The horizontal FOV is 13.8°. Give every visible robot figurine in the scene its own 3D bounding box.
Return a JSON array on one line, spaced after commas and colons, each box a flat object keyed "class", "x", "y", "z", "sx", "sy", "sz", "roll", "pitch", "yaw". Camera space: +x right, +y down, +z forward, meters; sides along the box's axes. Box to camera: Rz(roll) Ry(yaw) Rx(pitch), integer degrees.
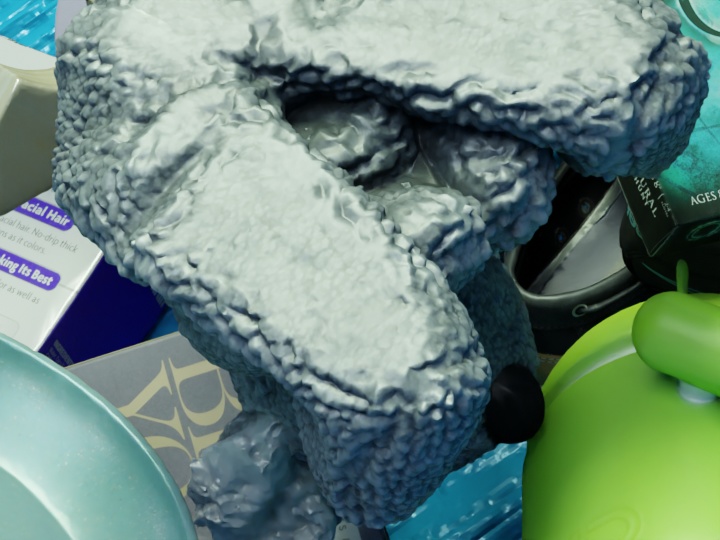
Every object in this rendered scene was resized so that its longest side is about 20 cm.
[{"class": "robot figurine", "x": 0.109, "y": 0.089, "z": 0.940, "sx": 0.115, "sy": 0.176, "sz": 0.201, "roll": -2, "pitch": 39, "yaw": 4}]

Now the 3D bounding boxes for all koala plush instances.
[{"class": "koala plush", "x": 0.000, "y": 0.000, "z": 0.940, "sx": 0.183, "sy": 0.200, "sz": 0.178, "roll": 28, "pitch": 67, "yaw": 23}]

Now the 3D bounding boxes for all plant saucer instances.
[{"class": "plant saucer", "x": -0.147, "y": 0.079, "z": 0.898, "sx": 0.199, "sy": 0.036, "sz": 0.200, "roll": 17, "pitch": 31, "yaw": -11}]

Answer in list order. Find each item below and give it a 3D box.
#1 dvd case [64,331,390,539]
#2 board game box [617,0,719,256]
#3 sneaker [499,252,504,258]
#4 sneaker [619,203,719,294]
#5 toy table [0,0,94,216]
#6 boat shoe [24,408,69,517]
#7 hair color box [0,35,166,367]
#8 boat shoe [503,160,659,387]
[{"class": "dvd case", "x": -0.089, "y": 0.107, "z": 1.052, "sx": 0.199, "sy": 0.016, "sz": 0.149, "roll": -17, "pitch": 83, "yaw": 5}, {"class": "board game box", "x": 0.161, "y": -0.088, "z": 1.003, "sx": 0.199, "sy": 0.028, "sz": 0.136, "roll": -13, "pitch": 70, "yaw": -24}, {"class": "sneaker", "x": 0.016, "y": -0.003, "z": 1.105, "sx": 0.075, "sy": 0.088, "sz": 0.200, "roll": 44, "pitch": 102, "yaw": 30}, {"class": "sneaker", "x": 0.185, "y": -0.020, "z": 1.038, "sx": 0.199, "sy": 0.079, "sz": 0.076, "roll": 5, "pitch": 58, "yaw": -13}, {"class": "toy table", "x": -0.066, "y": -0.090, "z": 1.059, "sx": 0.199, "sy": 0.117, "sz": 0.185, "roll": 18, "pitch": 86, "yaw": 39}, {"class": "boat shoe", "x": -0.109, "y": 0.134, "z": 1.005, "sx": 0.065, "sy": 0.072, "sz": 0.201, "roll": -9, "pitch": 88, "yaw": 13}, {"class": "hair color box", "x": -0.146, "y": 0.014, "z": 1.153, "sx": 0.109, "sy": 0.065, "sz": 0.200, "roll": 22, "pitch": 68, "yaw": 29}, {"class": "boat shoe", "x": 0.117, "y": -0.042, "z": 1.098, "sx": 0.074, "sy": 0.062, "sz": 0.200, "roll": 26, "pitch": 67, "yaw": 33}]
